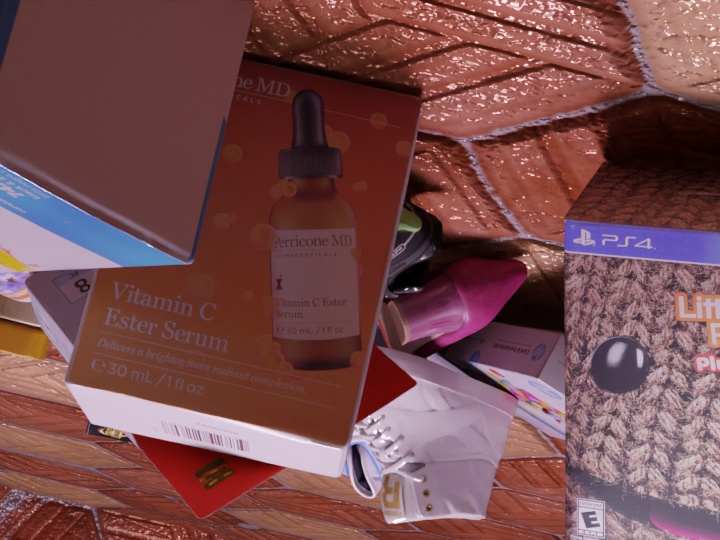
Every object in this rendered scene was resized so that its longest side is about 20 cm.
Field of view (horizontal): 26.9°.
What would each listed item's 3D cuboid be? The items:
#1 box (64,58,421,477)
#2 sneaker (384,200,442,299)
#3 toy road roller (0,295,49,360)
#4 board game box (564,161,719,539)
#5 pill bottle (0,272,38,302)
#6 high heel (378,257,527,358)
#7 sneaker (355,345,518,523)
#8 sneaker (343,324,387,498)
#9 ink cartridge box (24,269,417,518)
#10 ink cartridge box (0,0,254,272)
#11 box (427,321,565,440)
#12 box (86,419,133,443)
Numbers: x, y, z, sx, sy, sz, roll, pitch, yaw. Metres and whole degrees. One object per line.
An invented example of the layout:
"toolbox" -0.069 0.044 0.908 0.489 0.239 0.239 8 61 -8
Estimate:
"box" -0.061 -0.004 0.838 0.152 0.200 0.106 12 164 1
"sneaker" 0.000 0.000 1.018 0.084 0.077 0.200 16 164 -12
"toy road roller" -0.298 -0.016 1.105 0.200 0.123 0.146 15 177 -8
"board game box" 0.200 0.053 0.827 0.159 0.200 0.097 5 -156 21
"pill bottle" -0.267 -0.063 0.936 0.112 0.112 0.200 -6 155 45
"high heel" 0.064 0.028 1.111 0.096 0.068 0.200 -20 -179 -6
"sneaker" 0.025 0.123 1.086 0.200 0.116 0.074 22 164 -30
"sneaker" 0.023 0.125 1.267 0.080 0.147 0.200 2 160 28
"ink cartridge box" -0.087 0.036 0.914 0.200 0.160 0.047 43 153 37
"ink cartridge box" -0.185 -0.090 0.741 0.200 0.147 0.146 -3 158 37
"box" 0.147 0.089 1.132 0.156 0.041 0.200 33 169 -23
"box" -0.137 0.108 1.228 0.159 0.049 0.200 13 160 -8
